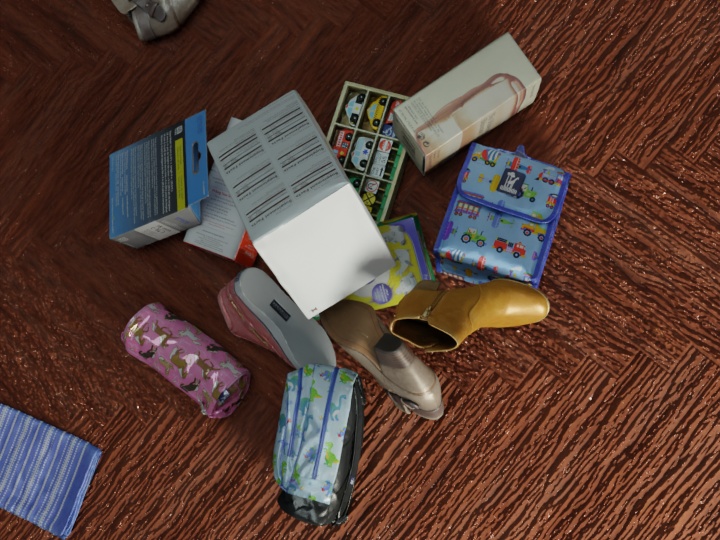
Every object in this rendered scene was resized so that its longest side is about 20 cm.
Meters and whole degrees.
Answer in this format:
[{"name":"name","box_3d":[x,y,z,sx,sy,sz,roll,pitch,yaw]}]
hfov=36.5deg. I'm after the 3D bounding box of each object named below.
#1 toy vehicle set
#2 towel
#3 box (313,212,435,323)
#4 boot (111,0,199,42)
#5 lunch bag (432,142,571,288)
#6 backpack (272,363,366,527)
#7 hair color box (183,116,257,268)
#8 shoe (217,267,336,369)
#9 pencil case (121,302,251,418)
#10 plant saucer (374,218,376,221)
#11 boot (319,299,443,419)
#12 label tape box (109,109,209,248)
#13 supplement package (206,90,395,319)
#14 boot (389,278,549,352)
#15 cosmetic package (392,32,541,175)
[{"name":"toy vehicle set","box_3d":[0.007,-0.170,1.611,0.122,0.027,0.203,15,79,14]},{"name":"towel","box_3d":[-0.499,0.303,1.655,0.197,0.024,0.147,20,84,15]},{"name":"box","box_3d":[0.000,0.000,1.561,0.197,0.048,0.119,-15,97,16]},{"name":"boot","box_3d":[-0.334,-0.469,1.729,0.145,0.070,0.202,-32,75,8]},{"name":"lunch bag","box_3d":[0.203,-0.081,1.540,0.148,0.094,0.203,16,74,12]},{"name":"backpack","box_3d":[-0.054,0.230,1.493,0.152,0.163,0.203,22,88,11]},{"name":"hair color box","box_3d":[-0.178,-0.116,1.628,0.100,0.061,0.203,19,86,25]},{"name":"shoe","box_3d":[-0.123,0.087,1.589,0.200,0.091,0.072,49,54,-9]},{"name":"pencil case","box_3d":[-0.257,0.131,1.601,0.199,0.086,0.084,35,119,16]},{"name":"plant saucer","box_3d":[-0.044,-0.063,1.619,0.197,0.019,0.071,17,84,16]},{"name":"boot","box_3d":[0.032,0.130,1.507,0.070,0.147,0.199,-41,39,-15]},{"name":"label tape box","box_3d":[-0.283,-0.132,1.618,0.198,0.063,0.146,-18,65,29]},{"name":"supplement package","box_3d":[-0.078,-0.088,1.462,0.146,0.192,0.201,-31,51,2]},{"name":"boot","box_3d":[0.144,0.066,1.436,0.198,0.144,0.072,6,115,12]},{"name":"cosmetic package","box_3d":[0.148,-0.233,1.545,0.199,0.103,0.088,-35,79,-4]}]
